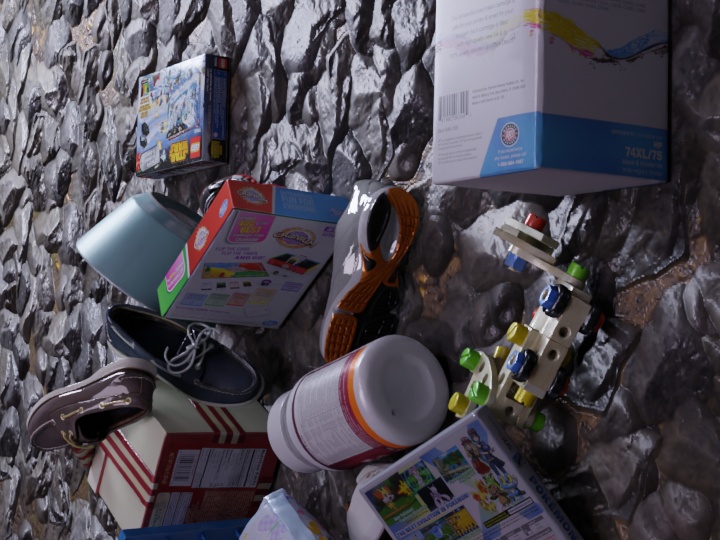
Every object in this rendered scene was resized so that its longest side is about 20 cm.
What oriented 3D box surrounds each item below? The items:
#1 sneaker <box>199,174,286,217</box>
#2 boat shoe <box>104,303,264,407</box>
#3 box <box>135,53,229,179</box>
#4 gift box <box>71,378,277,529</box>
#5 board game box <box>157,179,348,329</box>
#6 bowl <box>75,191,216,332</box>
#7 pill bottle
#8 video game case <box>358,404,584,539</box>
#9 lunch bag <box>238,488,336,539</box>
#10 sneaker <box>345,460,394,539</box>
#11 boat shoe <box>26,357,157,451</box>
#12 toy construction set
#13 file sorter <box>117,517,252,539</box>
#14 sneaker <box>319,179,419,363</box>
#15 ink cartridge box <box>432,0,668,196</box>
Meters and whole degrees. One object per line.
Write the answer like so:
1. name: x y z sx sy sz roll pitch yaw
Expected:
1. sneaker: -0.154 -0.077 1.791 0.200 0.097 0.072 17 103 58
2. boat shoe: -0.202 0.092 1.725 0.075 0.199 0.062 -56 -14 -26
3. box: -0.235 -0.198 1.978 0.199 0.040 0.138 -4 82 57
4. gift box: -0.222 0.207 1.785 0.187 0.199 0.186 42 116 52
5. board game box: -0.118 -0.013 1.678 0.200 0.152 0.041 -52 43 40
6. bowl: -0.238 -0.023 1.855 0.106 0.200 0.201 -57 39 8
7. pill bottle: -0.008 0.142 1.531 0.200 0.109 0.111 -29 63 52
8. video game case: 0.105 0.233 1.353 0.183 0.022 0.200 54 139 4
9. lunch bag: -0.046 0.346 1.539 0.170 0.126 0.202 43 143 51
10. sneaker: 0.033 0.212 1.494 0.200 0.072 0.085 -51 49 43
11. boat shoe: -0.309 0.165 1.715 0.199 0.072 0.060 -28 49 28
12. toy construction set: 0.147 0.053 1.330 0.131 0.091 0.202 -139 61 -75
13. file sorter: -0.177 0.375 1.695 0.123 0.199 0.140 50 128 41
14. sneaker: 0.000 0.000 1.580 0.092 0.075 0.202 39 112 60
15. ink cartridge box: 0.159 -0.173 1.269 0.146 0.145 0.202 -3 84 57
